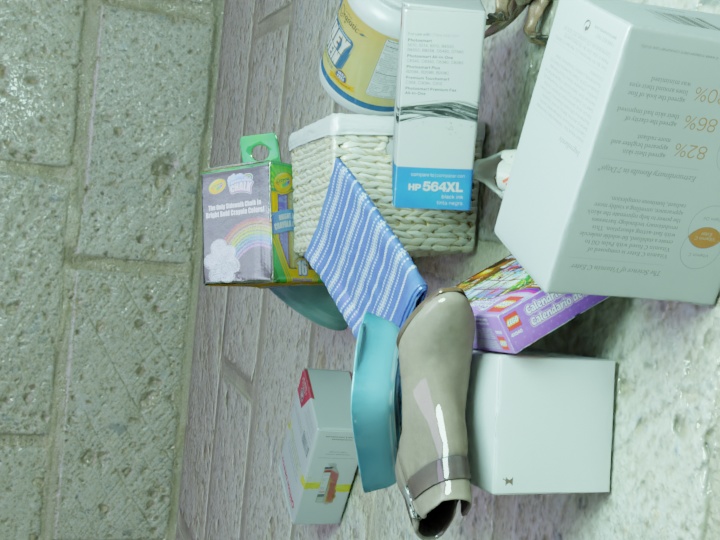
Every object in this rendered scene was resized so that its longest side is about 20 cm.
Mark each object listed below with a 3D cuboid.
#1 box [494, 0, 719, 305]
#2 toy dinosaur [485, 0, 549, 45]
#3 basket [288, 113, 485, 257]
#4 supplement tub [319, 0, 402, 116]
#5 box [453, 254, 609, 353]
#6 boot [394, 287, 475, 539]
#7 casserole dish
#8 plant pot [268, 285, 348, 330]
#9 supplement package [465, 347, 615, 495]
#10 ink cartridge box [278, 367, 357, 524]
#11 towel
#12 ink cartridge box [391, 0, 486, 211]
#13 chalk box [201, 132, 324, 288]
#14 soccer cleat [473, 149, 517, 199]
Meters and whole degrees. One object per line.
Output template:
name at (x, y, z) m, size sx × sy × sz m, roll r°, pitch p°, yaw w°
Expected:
box at (0.208, -0.089, 0.761) m, size 0.106 × 0.151 × 0.201 m, roll -119°, pitch 38°, yaw -58°
toy dinosaur at (0.172, -0.322, 1.052) m, size 0.200 × 0.085 × 0.136 m, roll 103°, pitch 171°, yaw -62°
basket at (0.028, -0.099, 1.251) m, size 0.200 × 0.197 × 0.162 m, roll 175°, pitch 95°, yaw -71°
supplement tub at (0.036, -0.316, 1.349) m, size 0.200 × 0.144 × 0.145 m, roll 115°, pitch 153°, yaw -47°
box at (0.146, 0.024, 0.953) m, size 0.039 × 0.136 × 0.200 m, roll 63°, pitch 163°, yaw -8°
boot at (0.069, 0.131, 0.871) m, size 0.201 × 0.070 × 0.147 m, roll 98°, pitch 169°, yaw -49°
casserole dish at (0.022, 0.129, 0.977) m, size 0.201 × 0.039 × 0.122 m, roll 82°, pitch -167°, yaw -47°
plant pot at (-0.057, -0.027, 1.534) m, size 0.134 × 0.200 × 0.200 m, roll -51°, pitch 29°, yaw 14°
supplement package at (0.137, 0.135, 0.972) m, size 0.200 × 0.119 × 0.122 m, roll -179°, pitch 93°, yaw -72°
ink cartridge box at (-0.061, 0.276, 1.600) m, size 0.145 × 0.083 × 0.201 m, roll -111°, pitch 31°, yaw -53°
towel at (0.000, 0.000, 1.069) m, size 0.200 × 0.024 × 0.145 m, roll 57°, pitch 143°, yaw 35°
ink cartridge box at (0.077, -0.179, 1.051) m, size 0.146 × 0.084 × 0.201 m, roll -84°, pitch -2°, yaw -67°
chalk box at (-0.127, -0.080, 1.360) m, size 0.124 × 0.124 × 0.201 m, roll -3°, pitch 86°, yaw 33°
soccer cleat at (0.175, -0.086, 0.981) m, size 0.200 × 0.077 × 0.070 m, roll -162°, pitch 77°, yaw -71°
